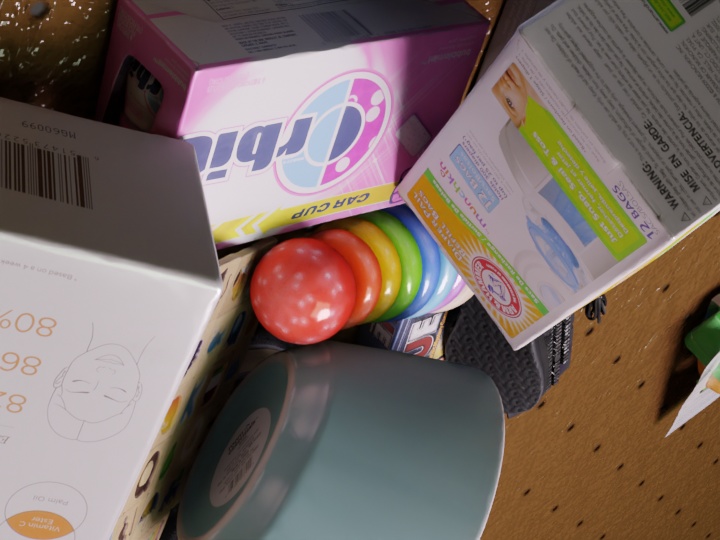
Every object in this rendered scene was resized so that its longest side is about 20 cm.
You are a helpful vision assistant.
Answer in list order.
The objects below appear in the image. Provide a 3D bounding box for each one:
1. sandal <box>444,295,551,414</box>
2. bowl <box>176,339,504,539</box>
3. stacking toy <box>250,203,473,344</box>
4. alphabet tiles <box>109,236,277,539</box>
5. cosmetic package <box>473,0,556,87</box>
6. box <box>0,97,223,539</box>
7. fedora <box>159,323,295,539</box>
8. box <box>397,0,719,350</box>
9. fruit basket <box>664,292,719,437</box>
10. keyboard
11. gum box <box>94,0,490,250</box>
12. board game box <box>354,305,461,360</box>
[{"bbox_3d":[0.100,0.026,0.964,0.048,0.075,0.201,-47,155,-31],"label":"sandal"},{"bbox_3d":[-0.024,0.117,0.777,0.105,0.201,0.201,31,107,-18],"label":"bowl"},{"bbox_3d":[0.000,0.000,0.813,0.086,0.085,0.200,-59,163,24],"label":"stacking toy"},{"bbox_3d":[-0.093,0.079,0.753,0.201,0.006,0.166,-67,171,14],"label":"alphabet tiles"},{"bbox_3d":[0.173,-0.134,0.907,0.199,0.090,0.107,-11,136,-39],"label":"cosmetic package"},{"bbox_3d":[-0.168,0.035,0.630,0.152,0.107,0.200,14,122,-24],"label":"box"},{"bbox_3d":[-0.079,0.125,0.912,0.200,0.092,0.201,-31,147,-22],"label":"fedora"},{"bbox_3d":[0.110,-0.053,0.701,0.101,0.113,0.200,-34,175,-21],"label":"box"},{"bbox_3d":[0.375,0.071,1.424,0.185,0.094,0.200,-35,164,-14],"label":"fruit basket"},{"bbox_3d":[0.155,0.045,1.136,0.127,0.021,0.200,-48,162,-12],"label":"keyboard"},{"bbox_3d":[-0.040,-0.081,0.730,0.199,0.066,0.114,-16,139,-39],"label":"gum box"},{"bbox_3d":[0.052,0.053,1.040,0.135,0.035,0.200,-18,141,-37],"label":"board game box"}]
